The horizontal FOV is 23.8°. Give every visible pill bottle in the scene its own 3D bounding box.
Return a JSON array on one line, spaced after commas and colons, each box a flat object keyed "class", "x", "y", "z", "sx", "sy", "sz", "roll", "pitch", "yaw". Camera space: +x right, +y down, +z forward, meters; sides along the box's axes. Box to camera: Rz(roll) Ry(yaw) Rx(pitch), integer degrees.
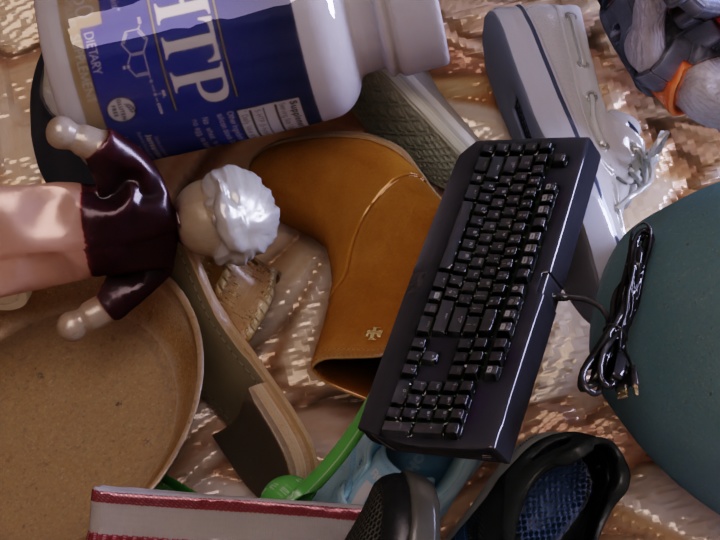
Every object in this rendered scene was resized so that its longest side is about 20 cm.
[{"class": "pill bottle", "x": -0.060, "y": -0.130, "z": 0.901, "sx": 0.200, "sy": 0.120, "sz": 0.120, "roll": -13, "pitch": 69, "yaw": 3}]

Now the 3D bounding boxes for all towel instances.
[{"class": "towel", "x": -0.070, "y": 0.210, "z": 0.846, "sx": 0.144, "sy": 0.023, "sz": 0.200, "roll": 5, "pitch": 92, "yaw": -6}]

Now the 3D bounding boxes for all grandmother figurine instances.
[{"class": "grandmother figurine", "x": -0.141, "y": -0.023, "z": 0.877, "sx": 0.200, "sy": 0.121, "sz": 0.061, "roll": -5, "pitch": 37, "yaw": -8}]

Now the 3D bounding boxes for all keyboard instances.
[{"class": "keyboard", "x": 0.082, "y": 0.008, "z": 0.826, "sx": 0.127, "sy": 0.021, "sz": 0.200, "roll": 4, "pitch": 51, "yaw": 22}]

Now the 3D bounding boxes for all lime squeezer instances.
[{"class": "lime squeezer", "x": -0.053, "y": 0.110, "z": 0.888, "sx": 0.200, "sy": 0.038, "sz": 0.071, "roll": -16, "pitch": 78, "yaw": 38}]

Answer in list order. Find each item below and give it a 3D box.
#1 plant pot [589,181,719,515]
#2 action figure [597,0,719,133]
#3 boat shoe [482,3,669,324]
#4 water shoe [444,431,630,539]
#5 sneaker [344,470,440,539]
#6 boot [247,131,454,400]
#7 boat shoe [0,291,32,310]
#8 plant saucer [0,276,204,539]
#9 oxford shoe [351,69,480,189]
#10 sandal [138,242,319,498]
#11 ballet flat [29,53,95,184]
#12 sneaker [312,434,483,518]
[{"class": "plant pot", "x": 0.196, "y": 0.033, "z": 0.869, "sx": 0.135, "sy": 0.200, "sz": 0.200, "roll": 14, "pitch": 69, "yaw": 31}, {"class": "action figure", "x": 0.175, "y": -0.157, "z": 0.969, "sx": 0.105, "sy": 0.200, "sz": 0.194, "roll": -42, "pitch": 62, "yaw": 30}, {"class": "boat shoe", "x": 0.137, "y": -0.066, "z": 0.966, "sx": 0.086, "sy": 0.075, "sz": 0.202, "roll": -11, "pitch": 62, "yaw": -11}, {"class": "water shoe", "x": 0.066, "y": 0.164, "z": 0.865, "sx": 0.071, "sy": 0.079, "sz": 0.200, "roll": 33, "pitch": 73, "yaw": -8}, {"class": "sneaker", "x": -0.035, "y": 0.179, "z": 0.798, "sx": 0.114, "sy": 0.076, "sz": 0.199, "roll": 21, "pitch": 96, "yaw": -12}, {"class": "boot", "x": 0.001, "y": 0.001, "z": 0.905, "sx": 0.201, "sy": 0.071, "sz": 0.144, "roll": 12, "pitch": 47, "yaw": 24}, {"class": "boat shoe", "x": -0.252, "y": -0.041, "z": 0.962, "sx": 0.200, "sy": 0.073, "sz": 0.062, "roll": 23, "pitch": 57, "yaw": 26}, {"class": "plant saucer", "x": -0.171, "y": 0.078, "z": 0.917, "sx": 0.200, "sy": 0.035, "sz": 0.200, "roll": -10, "pitch": 55, "yaw": 15}, {"class": "oxford shoe", "x": 0.011, "y": -0.123, "z": 0.989, "sx": 0.058, "sy": 0.075, "sz": 0.200, "roll": -36, "pitch": 70, "yaw": -22}, {"class": "sandal", "x": -0.070, "y": 0.026, "z": 0.951, "sx": 0.070, "sy": 0.078, "sz": 0.212, "roll": -21, "pitch": 74, "yaw": -38}, {"class": "ballet flat", "x": -0.158, "y": -0.141, "z": 1.005, "sx": 0.073, "sy": 0.073, "sz": 0.200, "roll": 6, "pitch": 70, "yaw": 5}, {"class": "sneaker", "x": 0.002, "y": 0.126, "z": 0.889, "sx": 0.074, "sy": 0.082, "sz": 0.200, "roll": 30, "pitch": 74, "yaw": 14}]
